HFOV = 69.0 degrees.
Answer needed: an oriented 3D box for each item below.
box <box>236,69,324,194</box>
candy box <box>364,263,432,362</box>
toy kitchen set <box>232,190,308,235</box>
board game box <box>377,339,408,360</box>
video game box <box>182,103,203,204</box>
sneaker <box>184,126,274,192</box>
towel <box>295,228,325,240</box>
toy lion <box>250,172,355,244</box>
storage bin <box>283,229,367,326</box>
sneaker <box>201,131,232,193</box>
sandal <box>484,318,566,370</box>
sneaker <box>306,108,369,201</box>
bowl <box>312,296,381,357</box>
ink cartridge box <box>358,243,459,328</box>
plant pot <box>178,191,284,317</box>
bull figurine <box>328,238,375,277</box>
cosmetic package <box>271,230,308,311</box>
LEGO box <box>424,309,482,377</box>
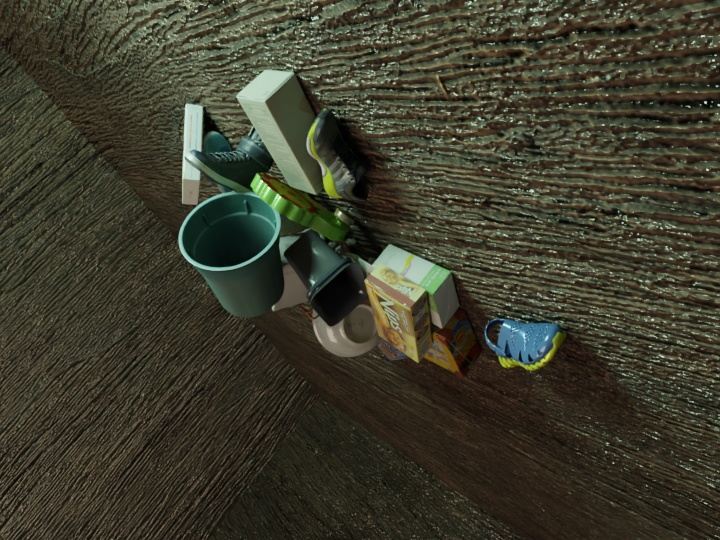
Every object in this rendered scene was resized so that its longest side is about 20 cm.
[{"bbox_3d":[-0.122,-0.242,0.929,0.094,0.078,0.201,25,154,41],"label":"box"},{"bbox_3d":[0.080,0.089,1.050,0.114,0.055,0.202,31,152,31],"label":"candy box"},{"bbox_3d":[-0.197,-0.152,1.278,0.165,0.177,0.203,70,-174,-48],"label":"toy kitchen set"},{"bbox_3d":[0.073,0.174,1.450,0.199,0.062,0.201,39,160,10],"label":"board game box"},{"bbox_3d":[-0.417,-0.280,1.300,0.046,0.187,0.200,5,169,-18],"label":"video game box"},{"bbox_3d":[-0.252,-0.240,1.059,0.076,0.148,0.201,34,-174,28],"label":"sneaker"},{"bbox_3d":[-0.122,-0.032,1.320,0.199,0.029,0.150,176,83,-69],"label":"towel"},{"bbox_3d":[-0.116,-0.124,1.030,0.198,0.069,0.192,35,-167,1],"label":"toy lion"},{"bbox_3d":[-0.084,0.016,1.119,0.135,0.145,0.200,47,174,24],"label":"storage bin"},{"bbox_3d":[-0.380,-0.285,1.350,0.130,0.079,0.202,39,153,32],"label":"sneaker"},{"bbox_3d":[0.279,0.122,0.921,0.087,0.080,0.200,46,159,-1],"label":"sandal"},{"bbox_3d":[-0.030,-0.191,0.891,0.080,0.075,0.201,21,159,24],"label":"sneaker"},{"bbox_3d":[-0.012,0.121,1.275,0.202,0.201,0.090,48,169,-18],"label":"bowl"},{"bbox_3d":[0.097,0.023,1.073,0.198,0.067,0.118,27,155,36],"label":"ink cartridge box"},{"bbox_3d":[-0.244,-0.019,1.075,0.198,0.200,0.198,32,151,25],"label":"plant pot"},{"bbox_3d":[0.000,0.000,1.223,0.198,0.065,0.122,36,157,14],"label":"bull figurine"},{"bbox_3d":[-0.169,0.005,1.282,0.082,0.111,0.201,63,153,27],"label":"cosmetic package"},{"bbox_3d":[0.155,0.133,1.175,0.198,0.077,0.150,22,152,44],"label":"LEGO box"}]
